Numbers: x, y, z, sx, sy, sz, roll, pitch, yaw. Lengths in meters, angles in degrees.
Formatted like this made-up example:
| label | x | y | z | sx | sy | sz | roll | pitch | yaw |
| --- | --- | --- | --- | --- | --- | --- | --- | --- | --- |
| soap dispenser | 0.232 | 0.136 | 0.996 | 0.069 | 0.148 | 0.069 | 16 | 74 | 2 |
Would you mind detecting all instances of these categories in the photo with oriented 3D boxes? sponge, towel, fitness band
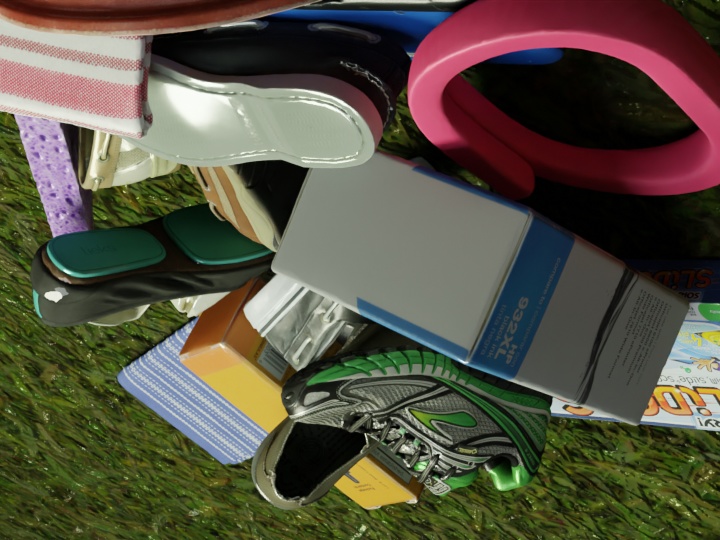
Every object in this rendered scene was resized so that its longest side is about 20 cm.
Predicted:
| label | x | y | z | sx | sy | sz | roll | pitch | yaw |
| --- | --- | --- | --- | --- | --- | --- | --- | --- | --- |
| sponge | -0.193 | -0.115 | 0.911 | 0.029 | 0.113 | 0.201 | -4 | 148 | -3 |
| towel | -0.161 | -0.177 | 0.752 | 0.145 | 0.030 | 0.203 | 16 | 111 | 26 |
| towel | -0.128 | 0.109 | 1.301 | 0.144 | 0.024 | 0.200 | 39 | 147 | -13 |
| fitness band | 0.109 | -0.082 | 0.721 | 0.142 | 0.038 | 0.199 | -11 | 155 | 33 |

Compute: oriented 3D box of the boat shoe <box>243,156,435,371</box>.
| label | x | y | z | sx | sy | sz | roll | pitch | yaw |
| --- | --- | --- | --- | --- | --- | --- | --- | --- | --- |
| boat shoe | 0.000 | 0.000 | 0.937 | 0.071 | 0.072 | 0.200 | 49 | 138 | 2 |

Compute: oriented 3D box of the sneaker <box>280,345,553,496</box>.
| label | x | y | z | sx | sy | sz | roll | pitch | yaw |
| --- | --- | --- | --- | --- | --- | --- | --- | --- | --- |
| sneaker | 0.041 | 0.096 | 0.919 | 0.198 | 0.086 | 0.078 | 11 | 164 | -28 |

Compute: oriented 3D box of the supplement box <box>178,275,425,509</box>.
| label | x | y | z | sx | sy | sz | roll | pitch | yaw |
| --- | --- | --- | --- | --- | --- | --- | --- | --- | --- |
| supplement box | -0.033 | 0.093 | 1.066 | 0.200 | 0.069 | 0.066 | 43 | 146 | -21 |

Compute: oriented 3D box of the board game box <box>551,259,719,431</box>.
| label | x | y | z | sx | sy | sz | roll | pitch | yaw |
| --- | --- | --- | --- | --- | --- | --- | --- | --- | --- |
| board game box | 0.171 | 0.048 | 0.937 | 0.198 | 0.035 | 0.136 | 1 | 141 | 39 |

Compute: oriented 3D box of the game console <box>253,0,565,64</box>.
| label | x | y | z | sx | sy | sz | roll | pitch | yaw |
| --- | --- | --- | --- | --- | --- | --- | --- | --- | --- |
| game console | -0.005 | -0.184 | 0.740 | 0.198 | 0.120 | 0.170 | 8 | 176 | 32 |

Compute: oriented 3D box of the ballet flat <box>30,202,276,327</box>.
| label | x | y | z | sx | sy | sz | roll | pitch | yaw |
| --- | --- | --- | --- | --- | --- | --- | --- | --- | --- |
| ballet flat | -0.134 | -0.002 | 0.977 | 0.068 | 0.198 | 0.069 | 52 | 135 | 33 |

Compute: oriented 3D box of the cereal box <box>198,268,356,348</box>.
| label | x | y | z | sx | sy | sz | roll | pitch | yaw |
| --- | --- | --- | --- | --- | --- | --- | --- | --- | --- |
| cereal box | -0.029 | 0.056 | 1.110 | 0.198 | 0.040 | 0.145 | 19 | 149 | 16 |

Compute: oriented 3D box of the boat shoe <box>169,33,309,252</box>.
| label | x | y | z | sx | sy | sz | roll | pitch | yaw |
| --- | --- | --- | --- | --- | --- | --- | --- | --- | --- |
| boat shoe | -0.084 | -0.084 | 0.906 | 0.073 | 0.076 | 0.201 | 16 | 148 | 25 |

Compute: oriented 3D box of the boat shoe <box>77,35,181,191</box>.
| label | x | y | z | sx | sy | sz | roll | pitch | yaw |
| --- | --- | --- | --- | --- | --- | --- | --- | --- | --- |
| boat shoe | -0.151 | -0.135 | 0.843 | 0.202 | 0.062 | 0.073 | 86 | 159 | -43 |

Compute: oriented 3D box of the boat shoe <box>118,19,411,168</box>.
| label | x | y | z | sx | sy | sz | roll | pitch | yaw |
| --- | --- | --- | --- | --- | --- | --- | --- | --- | --- |
| boat shoe | -0.063 | -0.098 | 0.775 | 0.198 | 0.061 | 0.076 | 12 | 142 | 28 |

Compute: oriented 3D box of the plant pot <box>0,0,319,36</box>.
| label | x | y | z | sx | sy | sz | roll | pitch | yaw |
| --- | --- | --- | --- | --- | --- | --- | --- | --- | --- |
| plant pot | -0.073 | -0.221 | 0.554 | 0.199 | 0.201 | 0.197 | 9 | 125 | 29 |

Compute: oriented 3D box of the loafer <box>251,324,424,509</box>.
| label | x | y | z | sx | sy | sz | roll | pitch | yaw |
| --- | --- | --- | --- | --- | --- | --- | --- | --- | --- |
| loafer | 0.005 | 0.088 | 0.985 | 0.075 | 0.201 | 0.070 | 39 | -178 | -6 |

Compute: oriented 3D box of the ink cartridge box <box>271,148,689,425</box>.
| label | x | y | z | sx | sy | sz | roll | pitch | yaw |
| --- | --- | --- | --- | --- | --- | --- | --- | --- | --- |
| ink cartridge box | 0.071 | 0.009 | 0.806 | 0.144 | 0.085 | 0.199 | 23 | 180 | 38 |
